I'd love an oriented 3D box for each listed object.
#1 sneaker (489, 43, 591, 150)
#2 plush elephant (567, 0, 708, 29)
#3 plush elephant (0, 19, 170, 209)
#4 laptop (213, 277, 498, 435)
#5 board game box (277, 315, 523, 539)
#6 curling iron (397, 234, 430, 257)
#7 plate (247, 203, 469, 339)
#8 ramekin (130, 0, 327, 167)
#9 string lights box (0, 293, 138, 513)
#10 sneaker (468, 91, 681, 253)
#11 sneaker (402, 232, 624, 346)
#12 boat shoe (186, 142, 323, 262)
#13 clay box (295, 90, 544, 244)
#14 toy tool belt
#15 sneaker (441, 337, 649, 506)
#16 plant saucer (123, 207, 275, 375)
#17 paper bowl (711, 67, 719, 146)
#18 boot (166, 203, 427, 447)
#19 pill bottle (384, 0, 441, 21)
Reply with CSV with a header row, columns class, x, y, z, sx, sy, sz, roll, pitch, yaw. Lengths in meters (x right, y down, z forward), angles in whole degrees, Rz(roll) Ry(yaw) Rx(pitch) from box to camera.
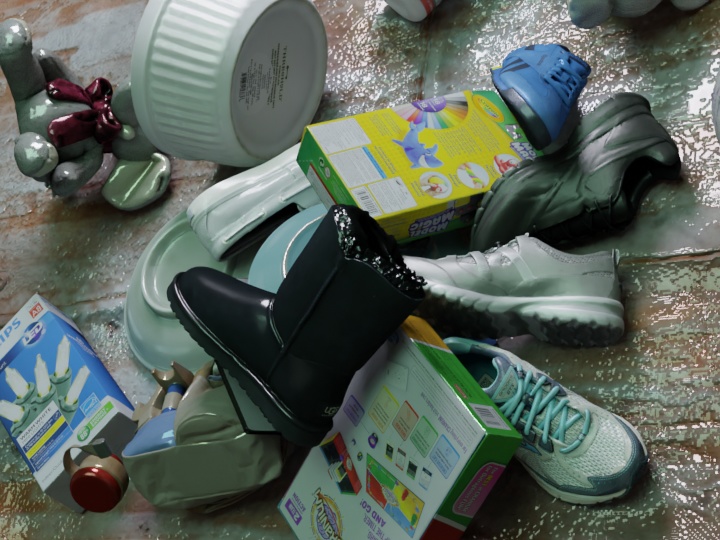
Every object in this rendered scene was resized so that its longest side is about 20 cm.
class,x,y,z,sx,sy,sz,roll,pitch,yaw
sneaker,0.156,-0.158,1.268,0.078,0.066,0.200,-30,13,11
plush elephant,0.227,-0.289,1.318,0.200,0.162,0.157,-160,68,-71
plush elephant,-0.266,-0.150,1.529,0.153,0.201,0.167,-14,65,-3
laptop,-0.022,0.034,1.285,0.117,0.198,0.188,-62,39,32
board game box,0.025,0.159,1.166,0.201,0.040,0.153,-60,42,21
curling iron,0.057,-0.079,1.329,0.049,0.026,0.201,20,47,5
plate,0.000,0.000,1.292,0.197,0.026,0.202,-2,47,2
ramekin,-0.116,-0.194,1.438,0.104,0.200,0.202,20,73,29
string lights box,-0.288,0.123,1.432,0.103,0.059,0.200,-46,48,1
sneaker,0.176,-0.059,1.244,0.200,0.076,0.091,-41,54,7
sneaker,0.117,0.009,1.218,0.197,0.075,0.083,9,66,8
boat shoe,-0.060,-0.071,1.387,0.198,0.072,0.069,-25,73,-19
clay box,0.058,-0.089,1.287,0.198,0.048,0.115,-14,55,-29
toy tool belt,-0.149,0.142,1.310,0.198,0.126,0.123,-16,27,23
sneaker,0.128,0.112,1.154,0.199,0.086,0.078,26,77,40
plant saucer,-0.153,0.004,1.428,0.198,0.050,0.202,-17,53,23
paper bowl,0.352,-0.131,1.088,0.199,0.201,0.105,-26,44,16
boot,-0.050,0.014,1.184,0.200,0.076,0.169,45,111,31
pill bottle,0.084,-0.350,1.455,0.200,0.116,0.116,-46,48,-1
